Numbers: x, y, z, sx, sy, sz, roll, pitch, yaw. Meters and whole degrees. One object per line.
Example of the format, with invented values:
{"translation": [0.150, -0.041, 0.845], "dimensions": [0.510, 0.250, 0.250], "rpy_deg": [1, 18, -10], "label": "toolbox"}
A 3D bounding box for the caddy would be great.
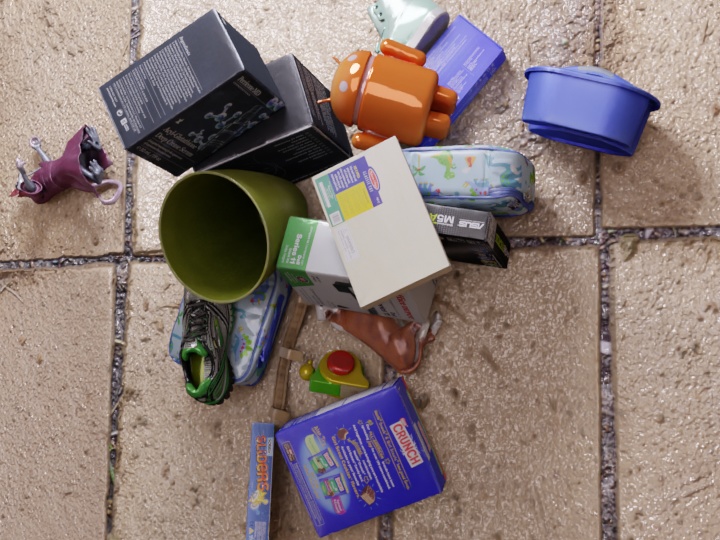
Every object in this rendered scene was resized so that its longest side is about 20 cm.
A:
{"translation": [0.323, -0.238, 1.433], "dimensions": [0.197, 0.141, 0.106], "rpy_deg": [17, 91, 18], "label": "caddy"}

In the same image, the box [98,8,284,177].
{"translation": [-0.230, -0.240, 1.394], "dimensions": [0.199, 0.148, 0.108], "rpy_deg": [-32, 73, 11], "label": "box"}

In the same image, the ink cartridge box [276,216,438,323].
{"translation": [0.000, 0.000, 1.433], "dimensions": [0.197, 0.147, 0.084], "rpy_deg": [9, 70, 20], "label": "ink cartridge box"}

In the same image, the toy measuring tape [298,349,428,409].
{"translation": [0.006, 0.160, 1.515], "dimensions": [0.197, 0.074, 0.075], "rpy_deg": [9, 84, 2], "label": "toy measuring tape"}

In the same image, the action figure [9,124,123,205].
{"translation": [-0.512, -0.162, 1.722], "dimensions": [0.198, 0.135, 0.149], "rpy_deg": [-26, 117, 24], "label": "action figure"}

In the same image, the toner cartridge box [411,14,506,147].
{"translation": [0.125, -0.284, 1.553], "dimensions": [0.095, 0.043, 0.200], "rpy_deg": [42, 95, 19], "label": "toner cartridge box"}

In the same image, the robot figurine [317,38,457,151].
{"translation": [0.041, -0.251, 1.476], "dimensions": [0.197, 0.117, 0.145], "rpy_deg": [17, 119, 3], "label": "robot figurine"}

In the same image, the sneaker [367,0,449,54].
{"translation": [0.038, -0.349, 1.579], "dimensions": [0.118, 0.074, 0.201], "rpy_deg": [43, 98, 26], "label": "sneaker"}

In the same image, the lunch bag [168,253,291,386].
{"translation": [-0.201, 0.073, 1.576], "dimensions": [0.159, 0.082, 0.203], "rpy_deg": [15, 85, 19], "label": "lunch bag"}

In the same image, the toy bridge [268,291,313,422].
{"translation": [-0.108, 0.127, 1.546], "dimensions": [0.027, 0.067, 0.203], "rpy_deg": [13, 86, -16], "label": "toy bridge"}

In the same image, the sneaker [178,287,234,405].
{"translation": [-0.230, 0.096, 1.495], "dimensions": [0.077, 0.085, 0.203], "rpy_deg": [-11, 77, 12], "label": "sneaker"}

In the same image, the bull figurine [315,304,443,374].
{"translation": [0.025, 0.067, 1.515], "dimensions": [0.199, 0.065, 0.122], "rpy_deg": [38, 90, 18], "label": "bull figurine"}

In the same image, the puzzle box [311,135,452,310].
{"translation": [0.027, -0.064, 1.345], "dimensions": [0.132, 0.025, 0.202], "rpy_deg": [-24, 71, 10], "label": "puzzle box"}

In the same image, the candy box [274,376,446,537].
{"translation": [0.002, 0.269, 1.461], "dimensions": [0.198, 0.077, 0.171], "rpy_deg": [-22, 94, 14], "label": "candy box"}

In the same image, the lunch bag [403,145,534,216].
{"translation": [0.150, -0.125, 1.451], "dimensions": [0.197, 0.160, 0.084], "rpy_deg": [1, 85, 20], "label": "lunch bag"}

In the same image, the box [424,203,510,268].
{"translation": [0.107, -0.053, 1.438], "dimensions": [0.190, 0.200, 0.048], "rpy_deg": [7, 81, 17], "label": "box"}

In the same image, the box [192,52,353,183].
{"translation": [-0.141, -0.211, 1.543], "dimensions": [0.198, 0.196, 0.126], "rpy_deg": [-20, 75, 13], "label": "box"}

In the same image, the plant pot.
{"translation": [-0.165, -0.071, 1.486], "dimensions": [0.185, 0.200, 0.190], "rpy_deg": [8, 108, 24], "label": "plant pot"}

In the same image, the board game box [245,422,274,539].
{"translation": [-0.149, 0.328, 1.491], "dimensions": [0.034, 0.135, 0.203], "rpy_deg": [3, 82, -5], "label": "board game box"}
